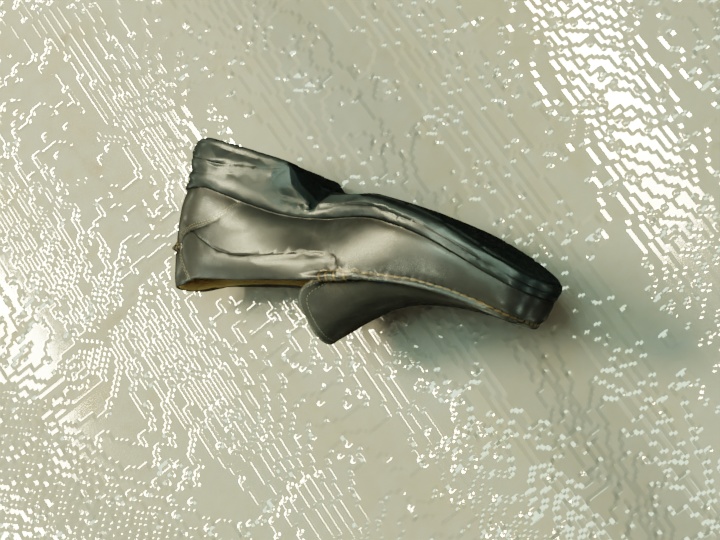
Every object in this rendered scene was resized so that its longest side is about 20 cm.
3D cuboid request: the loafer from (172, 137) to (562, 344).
[{"bbox_3d":[0.000,0.000,1.182,0.200,0.073,0.072,19,89,37],"label":"loafer"}]
